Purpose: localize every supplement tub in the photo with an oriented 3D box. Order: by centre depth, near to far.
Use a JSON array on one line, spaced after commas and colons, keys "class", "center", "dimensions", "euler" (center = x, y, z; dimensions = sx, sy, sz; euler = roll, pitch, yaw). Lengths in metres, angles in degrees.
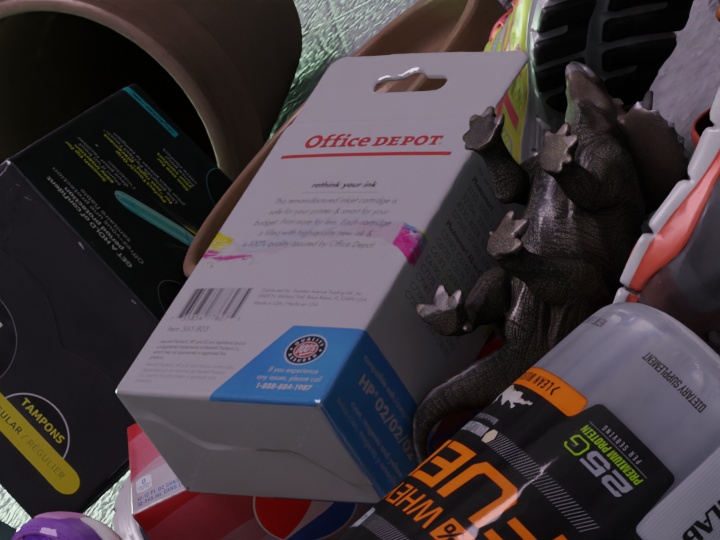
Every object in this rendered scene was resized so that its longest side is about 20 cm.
[{"class": "supplement tub", "center": [0.060, 0.116, 1.027], "dimensions": [0.200, 0.123, 0.123], "euler": [-41, 22, -10]}]

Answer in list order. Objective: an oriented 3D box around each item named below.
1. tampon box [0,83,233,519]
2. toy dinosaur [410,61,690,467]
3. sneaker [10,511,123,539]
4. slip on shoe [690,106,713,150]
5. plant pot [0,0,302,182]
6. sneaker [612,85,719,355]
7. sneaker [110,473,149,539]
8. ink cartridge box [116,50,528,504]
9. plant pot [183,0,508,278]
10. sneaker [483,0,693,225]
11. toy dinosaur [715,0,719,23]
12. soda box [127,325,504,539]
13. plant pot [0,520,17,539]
[{"class": "tampon box", "center": [-0.136, 0.015, 1.467], "dimensions": [0.126, 0.150, 0.200], "euler": [-43, 1, 20]}, {"class": "toy dinosaur", "center": [0.081, -0.002, 1.158], "dimensions": [0.077, 0.102, 0.200], "euler": [-2, 66, 45]}, {"class": "sneaker", "center": [-0.138, 0.204, 1.231], "dimensions": [0.080, 0.088, 0.200], "euler": [3, 91, 37]}, {"class": "slip on shoe", "center": [0.217, -0.093, 1.173], "dimensions": [0.200, 0.061, 0.074], "euler": [-40, 24, 20]}, {"class": "plant pot", "center": [-0.121, -0.108, 1.690], "dimensions": [0.200, 0.200, 0.175], "euler": [-30, 12, 40]}, {"class": "sneaker", "center": [0.159, -0.008, 1.136], "dimensions": [0.077, 0.082, 0.200], "euler": [-25, -39, -64]}, {"class": "sneaker", "center": [-0.057, 0.143, 1.325], "dimensions": [0.085, 0.074, 0.200], "euler": [-37, 35, 16]}, {"class": "ink cartridge box", "center": [0.000, 0.000, 1.214], "dimensions": [0.115, 0.068, 0.200], "euler": [1, 48, 40]}, {"class": "plant pot", "center": [0.015, -0.040, 1.398], "dimensions": [0.201, 0.093, 0.201], "euler": [-43, 11, 11]}, {"class": "sneaker", "center": [0.086, -0.100, 1.269], "dimensions": [0.090, 0.078, 0.200], "euler": [53, 143, 45]}, {"class": "toy dinosaur", "center": [0.156, -0.159, 1.286], "dimensions": [0.105, 0.200, 0.181], "euler": [-61, -12, 15]}, {"class": "soda box", "center": [0.000, 0.066, 1.252], "dimensions": [0.200, 0.063, 0.070], "euler": [-27, 31, 9]}, {"class": "plant pot", "center": [-0.207, 0.190, 1.354], "dimensions": [0.200, 0.196, 0.200], "euler": [-40, 26, 24]}]
